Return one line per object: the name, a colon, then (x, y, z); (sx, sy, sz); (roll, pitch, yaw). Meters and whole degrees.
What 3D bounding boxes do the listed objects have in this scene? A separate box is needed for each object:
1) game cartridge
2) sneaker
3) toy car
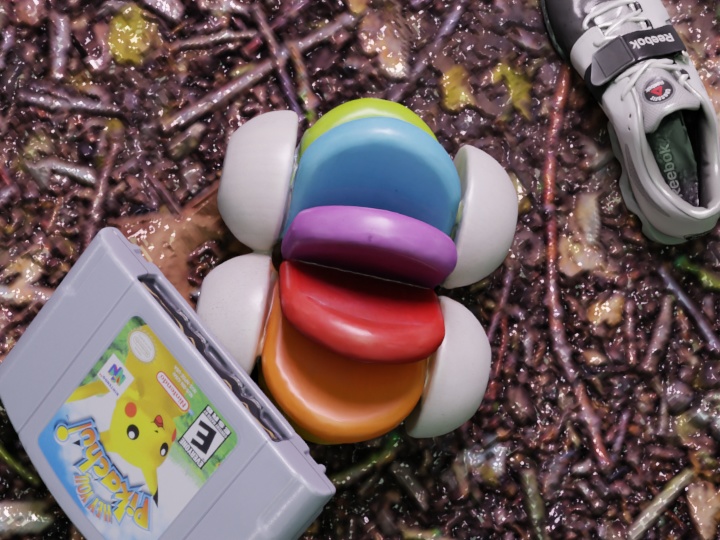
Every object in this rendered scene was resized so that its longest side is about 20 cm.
game cartridge: (-0.117, 0.093, 0.928); (0.200, 0.040, 0.134); (47, 116, 18)
sneaker: (0.171, -0.116, 0.995); (0.073, 0.089, 0.202); (-25, 90, -5)
toy car: (0.000, 0.000, 0.938); (0.173, 0.150, 0.203); (12, 87, -6)
